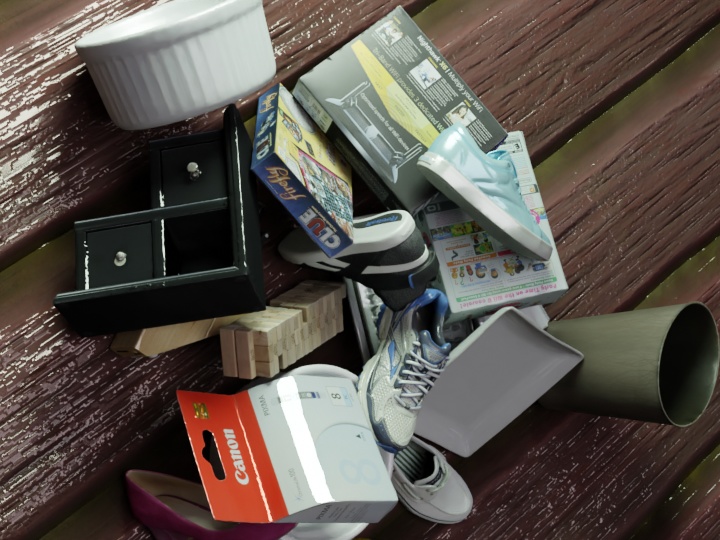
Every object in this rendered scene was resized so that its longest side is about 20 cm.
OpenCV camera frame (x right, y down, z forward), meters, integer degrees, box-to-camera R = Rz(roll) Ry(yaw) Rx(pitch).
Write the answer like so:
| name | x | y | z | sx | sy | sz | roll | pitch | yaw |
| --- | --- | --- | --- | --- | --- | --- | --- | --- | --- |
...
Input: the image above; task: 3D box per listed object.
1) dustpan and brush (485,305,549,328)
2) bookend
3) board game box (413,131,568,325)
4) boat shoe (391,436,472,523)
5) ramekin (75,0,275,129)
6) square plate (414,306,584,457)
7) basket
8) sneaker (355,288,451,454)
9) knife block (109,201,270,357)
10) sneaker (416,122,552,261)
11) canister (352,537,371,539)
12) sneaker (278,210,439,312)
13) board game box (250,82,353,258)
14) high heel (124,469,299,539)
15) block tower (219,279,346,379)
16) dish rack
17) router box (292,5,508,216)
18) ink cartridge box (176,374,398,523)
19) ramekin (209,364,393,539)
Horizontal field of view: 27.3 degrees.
| name | x | y | z | sx | sy | sz | roll | pitch | yaw |
| --- | --- | --- | --- | --- | --- | --- | --- | --- | --- |
| dustpan and brush | 0.127 | 0.060 | 1.830 | 0.200 | 0.057 | 0.140 | -33 | 94 | -38 |
| bookend | -0.207 | -0.050 | 1.530 | 0.198 | 0.092 | 0.201 | -8 | 64 | 6 |
| board game box | 0.142 | -0.050 | 1.737 | 0.147 | 0.064 | 0.201 | -11 | 76 | -14 |
| boat shoe | 0.070 | 0.244 | 1.761 | 0.200 | 0.067 | 0.074 | 36 | 68 | -28 |
| ramekin | -0.185 | -0.220 | 1.534 | 0.200 | 0.200 | 0.098 | -29 | 110 | -33 |
| square plate | 0.146 | 0.130 | 1.754 | 0.198 | 0.028 | 0.200 | -42 | 142 | 13 |
| basket | 0.322 | 0.117 | 1.850 | 0.180 | 0.200 | 0.136 | -45 | 122 | -42 |
| sneaker | 0.054 | 0.104 | 1.643 | 0.077 | 0.085 | 0.201 | 29 | 57 | -34 |
| knife block | -0.189 | -0.012 | 1.602 | 0.200 | 0.064 | 0.176 | -18 | 96 | -34 |
| sneaker | 0.157 | -0.088 | 1.646 | 0.200 | 0.074 | 0.082 | 39 | 83 | -28 |
| canister | 0.024 | 0.425 | 1.706 | 0.200 | 0.086 | 0.149 | 50 | 62 | -20 |
| sneaker | 0.000 | 0.000 | 1.654 | 0.073 | 0.200 | 0.112 | -50 | 120 | -34 |
| board game box | -0.062 | -0.113 | 1.635 | 0.035 | 0.200 | 0.136 | -35 | 113 | 16 |
| high heel | -0.155 | 0.238 | 1.533 | 0.067 | 0.200 | 0.096 | -49 | 121 | -45 |
| block tower | -0.080 | 0.063 | 1.625 | 0.200 | 0.054 | 0.058 | -33 | 124 | -60 |
| dish rack | 0.056 | 0.030 | 1.755 | 0.171 | 0.044 | 0.201 | -10 | 82 | -27 |
| router box | 0.045 | -0.178 | 1.691 | 0.157 | 0.052 | 0.200 | -38 | 86 | -19 |
| ink cartridge box | -0.074 | 0.178 | 1.509 | 0.200 | 0.047 | 0.160 | 8 | 45 | -35 |
| ramekin | -0.070 | 0.205 | 1.648 | 0.200 | 0.098 | 0.201 | 3 | 84 | -35 |
